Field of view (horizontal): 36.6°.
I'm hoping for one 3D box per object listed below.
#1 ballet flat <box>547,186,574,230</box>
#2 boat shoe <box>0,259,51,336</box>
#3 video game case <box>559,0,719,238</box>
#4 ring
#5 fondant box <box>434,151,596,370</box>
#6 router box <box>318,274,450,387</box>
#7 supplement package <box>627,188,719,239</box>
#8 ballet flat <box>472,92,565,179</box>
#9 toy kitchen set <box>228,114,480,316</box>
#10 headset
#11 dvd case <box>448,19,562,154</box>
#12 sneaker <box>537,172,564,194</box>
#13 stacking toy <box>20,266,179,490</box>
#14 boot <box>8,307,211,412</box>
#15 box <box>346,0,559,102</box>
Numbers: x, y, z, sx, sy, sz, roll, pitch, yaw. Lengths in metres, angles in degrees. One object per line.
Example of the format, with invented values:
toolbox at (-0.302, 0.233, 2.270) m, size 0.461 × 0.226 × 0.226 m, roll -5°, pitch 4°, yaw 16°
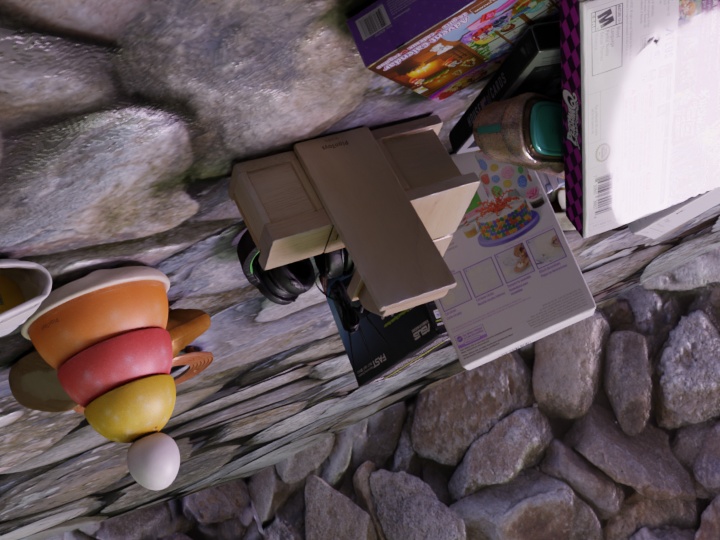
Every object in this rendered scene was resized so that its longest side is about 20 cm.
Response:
ballet flat at (0.199, -0.079, 1.190) m, size 0.197 × 0.068 × 0.063 m, roll -6°, pitch 149°, yaw 11°
boat shoe at (-0.306, 0.023, 0.797) m, size 0.086 × 0.075 × 0.201 m, roll -29°, pitch 168°, yaw 31°
video game case at (0.225, -0.134, 0.757) m, size 0.179 × 0.036 × 0.201 m, roll -21°, pitch 134°, yaw -8°
ring at (-0.294, 0.146, 1.472) m, size 0.198 × 0.019 × 0.201 m, roll -21°, pitch 168°, yaw -5°
fondant box at (0.131, -0.021, 1.095) m, size 0.143 × 0.202 × 0.058 m, roll -24°, pitch 169°, yaw 7°
router box at (0.039, 0.034, 1.279) m, size 0.062 × 0.151 × 0.200 m, roll -13°, pitch 164°, yaw -33°
supplement package at (0.385, -0.136, 1.250) m, size 0.199 × 0.118 × 0.117 m, roll -32°, pitch 165°, yaw 22°
ballet flat at (0.154, -0.102, 0.844) m, size 0.067 × 0.069 × 0.199 m, roll -2°, pitch 173°, yaw 40°
toy kitchen set at (0.000, 0.000, 0.944) m, size 0.198 × 0.164 × 0.181 m, roll -16°, pitch 152°, yaw -25°
headset at (-0.047, -0.001, 1.114) m, size 0.122 × 0.095 × 0.200 m, roll -24°, pitch 156°, yaw 7°
dvd case at (0.165, -0.145, 0.840) m, size 0.148 × 0.025 × 0.200 m, roll -12°, pitch 168°, yaw -15°
sneaker at (0.253, -0.132, 1.104) m, size 0.114 × 0.081 × 0.198 m, roll -27°, pitch -165°, yaw -32°
stacking toy at (-0.221, 0.110, 1.015) m, size 0.145 × 0.202 × 0.146 m, roll -21°, pitch 168°, yaw -5°
boot at (-0.270, 0.094, 1.190) m, size 0.199 × 0.072 × 0.144 m, roll -16°, pitch -175°, yaw 26°
box at (0.105, -0.187, 0.729) m, size 0.199 × 0.039 × 0.136 m, roll -28°, pitch 168°, yaw 22°
